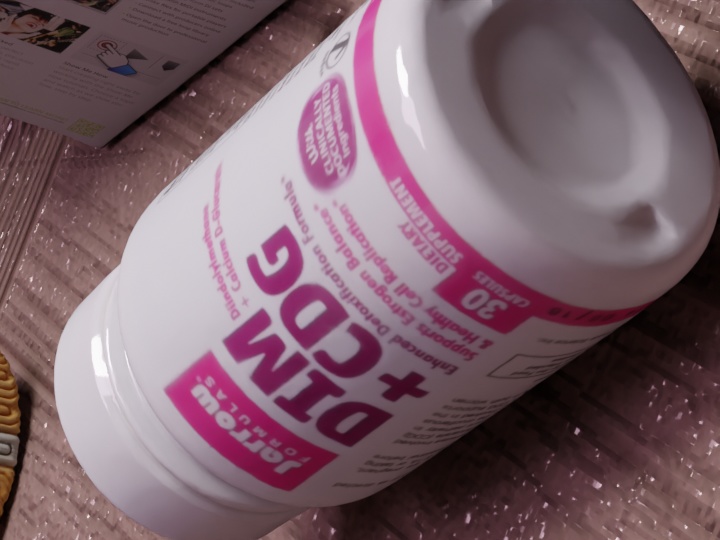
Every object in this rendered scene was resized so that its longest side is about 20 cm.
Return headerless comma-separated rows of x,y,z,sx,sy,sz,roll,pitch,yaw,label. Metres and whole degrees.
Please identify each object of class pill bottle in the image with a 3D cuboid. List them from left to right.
0.000,0.000,0.773,0.200,0.113,0.114,-39,43,44,pill bottle

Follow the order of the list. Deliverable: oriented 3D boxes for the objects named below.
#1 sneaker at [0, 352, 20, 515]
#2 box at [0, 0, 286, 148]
-0.201,0.115,1.075,0.088,0.076,0.200,13,85,60,sneaker
-0.106,-0.117,0.979,0.200,0.144,0.036,-31,50,48,box
